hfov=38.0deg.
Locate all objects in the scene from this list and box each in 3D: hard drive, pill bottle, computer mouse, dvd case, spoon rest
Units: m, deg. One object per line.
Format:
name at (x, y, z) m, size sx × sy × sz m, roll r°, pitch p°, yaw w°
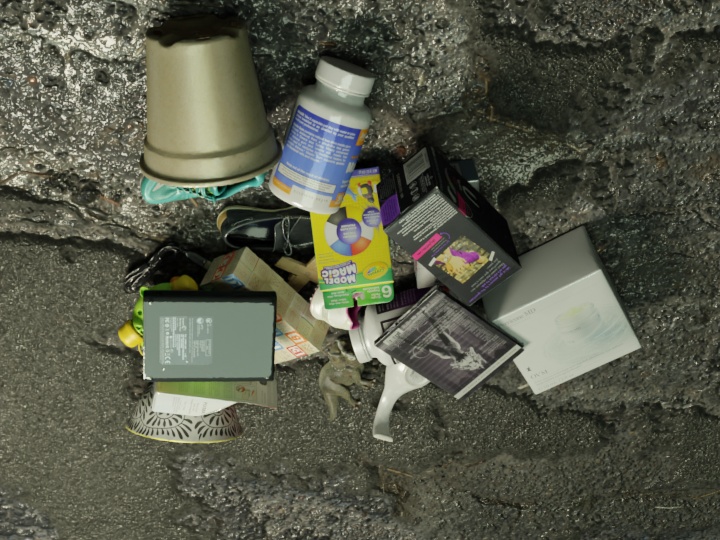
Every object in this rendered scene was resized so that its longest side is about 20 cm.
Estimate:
hard drive at (-0.226, 0.100, 1.574) m, size 0.197 × 0.033 × 0.141 m, roll 1°, pitch 109°, yaw -9°
pill bottle at (0.084, 0.089, 1.728) m, size 0.198 × 0.113 × 0.113 m, roll -16°, pitch 129°, yaw 7°
computer mouse at (-0.270, 0.033, 1.689) m, size 0.200 × 0.046 × 0.140 m, roll 39°, pitch 116°, yaw -21°
dvd case at (0.143, 0.120, 1.674) m, size 0.199 × 0.016 × 0.149 m, roll 34°, pitch 119°, yaw -25°
spoon rest at (0.075, 0.207, 1.866) m, size 0.098 × 0.061 × 0.201 m, roll 19°, pitch 111°, yaw -22°
pill bottle at (-0.049, -0.192, 1.475) m, size 0.111 × 0.112 × 0.202 m, roll 15°, pitch 110°, yaw -18°

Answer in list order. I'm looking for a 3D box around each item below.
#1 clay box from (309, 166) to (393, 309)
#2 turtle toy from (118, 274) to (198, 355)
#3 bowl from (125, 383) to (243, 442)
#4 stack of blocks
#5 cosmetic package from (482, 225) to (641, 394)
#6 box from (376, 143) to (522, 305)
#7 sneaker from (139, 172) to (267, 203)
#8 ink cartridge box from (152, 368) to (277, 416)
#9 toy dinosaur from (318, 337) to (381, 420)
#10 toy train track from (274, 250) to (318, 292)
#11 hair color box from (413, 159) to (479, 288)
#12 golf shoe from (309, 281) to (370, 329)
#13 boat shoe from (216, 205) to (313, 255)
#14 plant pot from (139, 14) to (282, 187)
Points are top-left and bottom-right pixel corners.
clay box at (-0.014, -0.047, 1.573) m, size 0.113 × 0.048 × 0.203 m, roll -8°, pitch 86°, yaw 0°
turtle toy at (-0.275, 0.094, 1.637) m, size 0.145 × 0.101 × 0.200 m, roll -38°, pitch 111°, yaw 6°
bowl at (-0.294, 0.224, 1.776) m, size 0.198 × 0.201 × 0.095 m, roll 6°, pitch 93°, yaw -11°
stack of blocks at (-0.158, 0.058, 1.657) m, size 0.114 × 0.059 × 0.200 m, roll -18°, pitch 128°, yaw 42°
cosmetic package at (0.329, 0.069, 1.735) m, size 0.198 × 0.124 × 0.201 m, roll -27°, pitch 125°, yaw 15°
box at (0.129, -0.065, 1.526) m, size 0.106 × 0.123 × 0.200 m, roll -37°, pitch 123°, yaw 22°
sneaker at (-0.231, -0.137, 1.532) m, size 0.198 × 0.080 × 0.078 m, roll -14°, pitch 129°, yaw 5°
ink cartridge box at (-0.240, 0.172, 1.726) m, size 0.198 × 0.161 × 0.048 m, roll 10°, pitch 126°, yaw -15°
toy dinosaur at (-0.029, 0.183, 1.829) m, size 0.102 × 0.077 × 0.201 m, roll 27°, pitch 137°, yaw -4°
toy train track at (-0.111, 0.018, 1.700) m, size 0.114 × 0.033 × 0.200 m, roll 24°, pitch 130°, yaw -30°
hair color box at (0.132, -0.071, 1.640) m, size 0.098 × 0.061 × 0.202 m, roll -5°, pitch 128°, yaw -2°
golf shoe at (0.000, 0.000, 1.629) m, size 0.075 × 0.091 × 0.202 m, roll 13°, pitch 105°, yaw -60°
boat shoe at (-0.123, -0.061, 1.617) m, size 0.197 × 0.063 × 0.075 m, roll 2°, pitch 127°, yaw -10°
plant pot at (-0.210, -0.235, 1.400) m, size 0.198 × 0.201 × 0.185 m, roll -5°, pitch 119°, yaw -3°
